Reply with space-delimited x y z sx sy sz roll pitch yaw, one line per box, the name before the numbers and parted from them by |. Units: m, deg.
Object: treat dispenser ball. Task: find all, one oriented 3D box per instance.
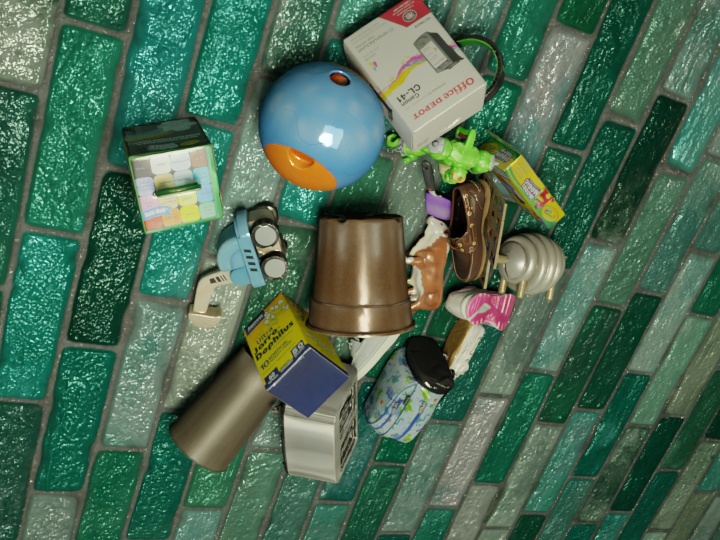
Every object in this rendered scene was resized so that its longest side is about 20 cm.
treat dispenser ball | -0.061 -0.227 1.170 0.200 0.201 0.201 -9 119 -17

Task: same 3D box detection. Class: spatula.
spatula | 0.132 -0.144 1.329 0.021 0.056 0.200 -62 159 -12

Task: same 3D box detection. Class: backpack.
backpack | 0.094 0.258 1.527 0.153 0.163 0.200 6 121 -15

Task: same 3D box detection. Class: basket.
basket | -0.241 0.254 1.387 0.136 0.180 0.200 39 90 1

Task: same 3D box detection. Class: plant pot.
plant pot | 0.000 0.000 1.313 0.200 0.200 0.199 -3 101 -20

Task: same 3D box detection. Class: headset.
headset | 0.143 -0.321 1.248 0.200 0.124 0.094 -26 163 21

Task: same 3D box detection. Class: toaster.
toaster | -0.079 0.291 1.430 0.118 0.200 0.181 8 120 16

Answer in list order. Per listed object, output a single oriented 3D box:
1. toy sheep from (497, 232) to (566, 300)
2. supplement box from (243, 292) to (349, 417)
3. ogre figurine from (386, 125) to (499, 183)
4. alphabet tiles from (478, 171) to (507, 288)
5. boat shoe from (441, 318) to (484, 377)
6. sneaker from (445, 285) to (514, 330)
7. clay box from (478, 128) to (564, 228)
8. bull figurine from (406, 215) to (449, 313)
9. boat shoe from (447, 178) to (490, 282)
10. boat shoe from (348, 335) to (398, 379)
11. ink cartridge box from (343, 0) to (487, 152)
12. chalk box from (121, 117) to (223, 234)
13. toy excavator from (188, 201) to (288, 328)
toy sheep | 0.338 -0.011 1.486 0.200 0.138 0.138 4 116 -42
supplement box | -0.121 0.150 1.344 0.109 0.200 0.109 -45 123 5
ogre figurine | 0.155 -0.207 1.311 0.200 0.120 0.098 33 81 -27
alphabet tiles | 0.234 -0.075 1.382 0.008 0.167 0.200 -2 123 -7
boat shoe | 0.202 0.197 1.576 0.069 0.071 0.200 23 104 -29
sneaker | 0.248 0.069 1.526 0.200 0.088 0.082 16 94 -50
clay box | 0.295 -0.174 1.391 0.048 0.115 0.200 -44 122 6
bull figurine | 0.120 -0.005 1.442 0.121 0.065 0.201 -9 117 -13
boat shoe | 0.190 -0.069 1.362 0.070 0.070 0.201 -18 118 -37
boat shoe | 0.017 0.147 1.479 0.071 0.070 0.201 40 120 4
ink cartridge box | 0.087 -0.317 1.185 0.147 0.200 0.086 -34 165 -4
chalk box | -0.285 -0.140 1.126 0.124 0.200 0.124 -12 120 -15
toy excavator | -0.224 -0.006 1.297 0.199 0.100 0.195 -13 119 0
